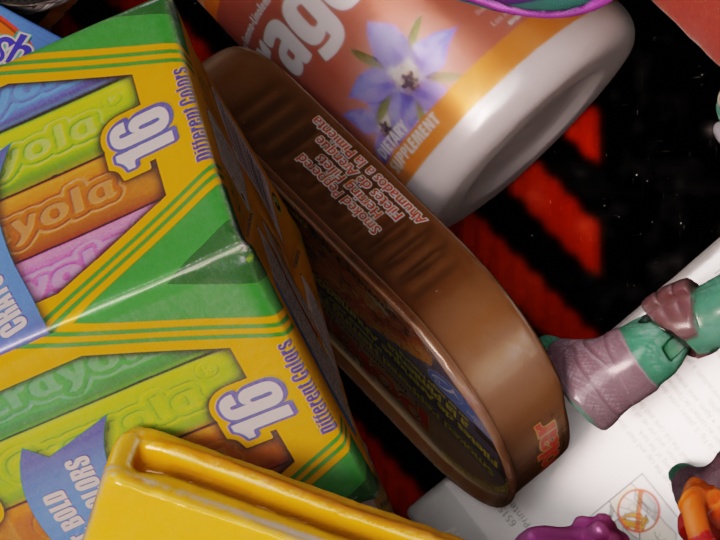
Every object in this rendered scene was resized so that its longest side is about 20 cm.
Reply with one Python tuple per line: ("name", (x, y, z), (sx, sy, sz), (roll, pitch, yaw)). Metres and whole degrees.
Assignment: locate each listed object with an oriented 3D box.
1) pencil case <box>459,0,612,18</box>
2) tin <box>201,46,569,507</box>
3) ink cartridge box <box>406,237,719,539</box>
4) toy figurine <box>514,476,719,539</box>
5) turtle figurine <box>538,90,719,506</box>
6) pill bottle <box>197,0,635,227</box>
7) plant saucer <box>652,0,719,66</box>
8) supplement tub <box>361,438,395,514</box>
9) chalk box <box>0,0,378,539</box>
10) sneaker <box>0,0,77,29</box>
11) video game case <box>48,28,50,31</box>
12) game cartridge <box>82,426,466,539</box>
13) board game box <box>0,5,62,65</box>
("pencil case", (0.069, -0.177, 0.913), (0.092, 0.201, 0.085), (-28, 124, 37))
("tin", (0.000, 0.000, 0.942), (0.042, 0.112, 0.200), (-36, 62, -18))
("ink cartridge box", (0.145, 0.107, 0.964), (0.173, 0.044, 0.200), (-40, 81, 8))
("toy figurine", (0.112, 0.131, 0.860), (0.183, 0.150, 0.201), (-1, 101, 7))
("turtle figurine", (0.165, -0.004, 0.899), (0.200, 0.101, 0.150), (-43, 80, 11))
("pill bottle", (-0.005, -0.120, 0.966), (0.112, 0.112, 0.200), (-44, 81, 7))
("plant saucer", (0.204, -0.126, 0.891), (0.199, 0.037, 0.200), (-33, 51, -8))
("supplement tub", (-0.045, 0.134, 0.944), (0.144, 0.144, 0.201), (-24, 87, 9))
("chalk box", (-0.116, 0.030, 0.825), (0.199, 0.125, 0.124), (-24, 45, 4))
("sneaker", (-0.128, -0.124, 0.948), (0.200, 0.077, 0.079), (-10, 96, 51))
("video game case", (-0.223, -0.150, 1.055), (0.199, 0.022, 0.183), (-4, 87, 11))
("game cartridge", (-0.017, 0.156, 0.815), (0.175, 0.032, 0.201), (20, 125, -1))
("board game box", (-0.156, -0.046, 0.964), (0.199, 0.152, 0.045), (28, 60, 3))
